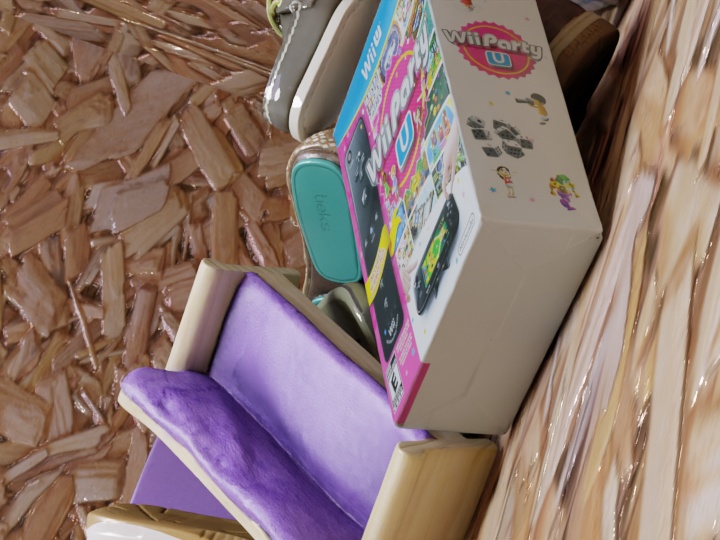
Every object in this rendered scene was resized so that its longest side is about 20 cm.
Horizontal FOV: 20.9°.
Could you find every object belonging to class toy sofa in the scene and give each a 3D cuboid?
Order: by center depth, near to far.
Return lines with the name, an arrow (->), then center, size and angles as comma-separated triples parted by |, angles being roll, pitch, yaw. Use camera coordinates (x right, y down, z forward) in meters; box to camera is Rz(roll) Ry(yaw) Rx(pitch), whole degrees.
toy sofa -> -0.033, 0.075, 0.994 | 0.200, 0.097, 0.083 | 41, 118, 44

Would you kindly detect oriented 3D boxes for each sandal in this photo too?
sandal -> -0.031, 0.062, 1.120 | 0.057, 0.080, 0.201 | -26, 1, -30

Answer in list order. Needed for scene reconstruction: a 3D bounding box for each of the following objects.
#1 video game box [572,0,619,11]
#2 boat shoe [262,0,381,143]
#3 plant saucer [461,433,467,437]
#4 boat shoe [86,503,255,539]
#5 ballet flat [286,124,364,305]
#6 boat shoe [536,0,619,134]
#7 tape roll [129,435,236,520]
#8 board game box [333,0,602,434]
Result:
video game box -> 0.162, -0.259, 1.198 | 0.182, 0.047, 0.200 | -61, -9, -86
boat shoe -> -0.020, -0.162, 1.156 | 0.072, 0.060, 0.202 | 89, -160, -58
plant saucer -> 0.045, 0.024, 1.116 | 0.201, 0.039, 0.202 | -5, -90, -90
boat shoe -> -0.053, 0.170, 1.012 | 0.071, 0.200, 0.069 | 1, -84, -64
ballet flat -> 0.000, 0.000, 1.154 | 0.065, 0.070, 0.200 | -53, -31, -47
boat shoe -> 0.079, -0.092, 1.071 | 0.072, 0.072, 0.200 | -45, -11, -23
tape roll -> -0.113, 0.186, 1.156 | 0.200, 0.066, 0.200 | -161, 90, -89
board game box -> 0.046, -0.044, 0.946 | 0.148, 0.064, 0.200 | 111, 157, -44
